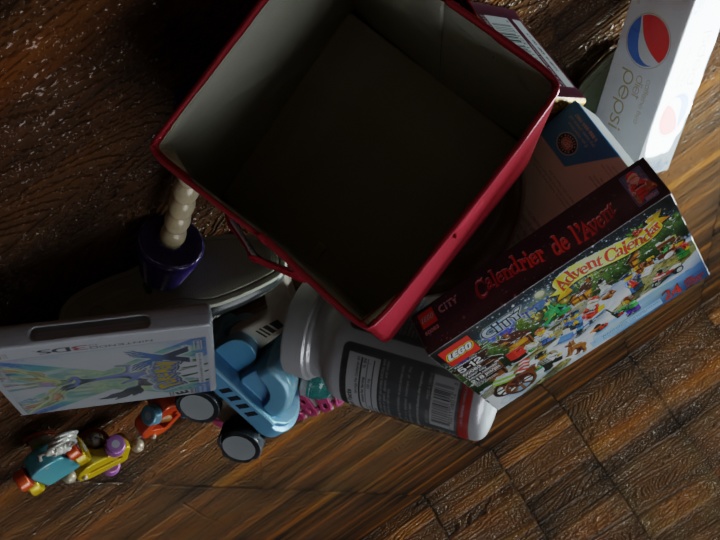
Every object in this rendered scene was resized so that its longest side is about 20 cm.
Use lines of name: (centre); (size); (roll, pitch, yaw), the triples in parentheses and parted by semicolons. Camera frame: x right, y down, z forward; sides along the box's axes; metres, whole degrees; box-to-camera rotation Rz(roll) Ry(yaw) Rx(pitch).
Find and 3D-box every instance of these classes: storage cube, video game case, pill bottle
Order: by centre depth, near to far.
storage cube: (0.004, -0.076, 0.598); (0.201, 0.170, 0.180); (-52, 172, -3)
video game case: (-0.213, 0.079, 0.778); (0.180, 0.022, 0.200); (-6, 160, -10)
pill bottle: (0.033, 0.075, 0.855); (0.116, 0.198, 0.117); (15, 90, -73)

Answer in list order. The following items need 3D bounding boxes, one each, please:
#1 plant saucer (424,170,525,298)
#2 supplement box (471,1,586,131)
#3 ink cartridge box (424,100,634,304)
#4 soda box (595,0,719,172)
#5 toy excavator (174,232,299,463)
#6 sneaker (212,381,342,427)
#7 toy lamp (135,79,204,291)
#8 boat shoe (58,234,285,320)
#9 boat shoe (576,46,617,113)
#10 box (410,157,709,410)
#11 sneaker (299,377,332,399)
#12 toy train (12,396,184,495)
plant saucer: (0.037, -0.076, 0.744); (0.200, 0.200, 0.032); (-46, 180, 31)
supplement box: (0.080, -0.116, 0.801); (0.085, 0.111, 0.200); (-9, 149, -47)
ink cartridge box: (0.144, -0.026, 0.771); (0.200, 0.117, 0.068); (-41, 157, 22)
soda box: (0.287, -0.194, 0.897); (0.063, 0.068, 0.202); (-16, 132, -35)
toy excavator: (-0.101, 0.071, 0.921); (0.199, 0.195, 0.100); (-31, -155, 28)
sneaker: (-0.104, 0.140, 1.139); (0.198, 0.088, 0.074); (-19, 139, 23)
toy lamp: (-0.135, -0.055, 0.706); (0.058, 0.059, 0.201); (-17, 152, -35)
boat shoe: (-0.159, 0.025, 0.811); (0.198, 0.072, 0.068); (-21, 149, -6)
boat shoe: (0.249, -0.164, 1.010); (0.061, 0.071, 0.203); (-79, -167, -56)
box: (0.152, 0.019, 0.690); (0.199, 0.038, 0.136); (-35, 143, 13)
sneaker: (-0.004, 0.102, 1.013); (0.200, 0.079, 0.072); (-13, 113, -71)
toy train: (-0.278, 0.170, 0.989); (0.150, 0.056, 0.199); (-46, 158, 27)
